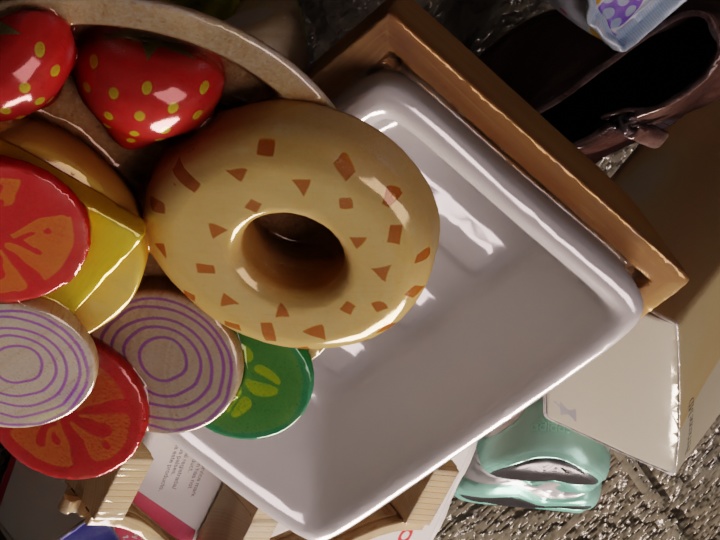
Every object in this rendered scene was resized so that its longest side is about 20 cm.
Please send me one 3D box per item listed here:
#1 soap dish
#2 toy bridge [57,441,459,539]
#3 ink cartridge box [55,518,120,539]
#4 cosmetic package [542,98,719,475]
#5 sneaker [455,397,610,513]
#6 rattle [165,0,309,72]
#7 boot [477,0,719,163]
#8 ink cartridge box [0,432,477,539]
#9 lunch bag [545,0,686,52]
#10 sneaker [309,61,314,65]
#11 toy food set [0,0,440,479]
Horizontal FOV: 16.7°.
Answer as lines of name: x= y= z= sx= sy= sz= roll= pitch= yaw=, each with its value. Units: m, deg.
soap dish: x=0.000 y=0.000 z=0.929 sx=0.157 sy=0.082 sz=0.200 roll=39 pitch=123 yaw=-21
toy bridge: x=-0.047 y=0.099 z=1.031 sx=0.199 sy=0.027 sz=0.068 roll=6 pitch=119 yaw=-44
ink cartridge box: x=-0.147 y=0.223 z=1.039 sx=0.199 sy=0.041 sz=0.201 roll=-36 pitch=138 yaw=-10
cosmetic package: x=0.160 y=-0.017 z=1.098 sx=0.200 sy=0.071 sz=0.106 roll=-49 pitch=149 yaw=-32
sneaker: x=0.092 y=0.043 z=1.212 sx=0.077 sy=0.141 sz=0.200 roll=7 pitch=168 yaw=-6
rattle: x=-0.126 y=-0.098 z=0.893 sx=0.198 sy=0.131 sz=0.144 roll=-15 pitch=126 yaw=2
boot: x=0.083 y=-0.072 z=1.019 sx=0.199 sy=0.073 sz=0.166 roll=-29 pitch=-178 yaw=26
ink cartridge box: x=-0.045 y=0.068 z=1.096 sx=0.199 sy=0.084 sz=0.146 roll=-1 pitch=123 yaw=-42
lunch bag: x=0.106 y=-0.212 z=0.929 sx=0.200 sy=0.170 sz=0.127 roll=-37 pitch=138 yaw=-7
sneaker: x=-0.011 y=-0.044 z=1.035 sx=0.200 sy=0.081 sz=0.084 roll=27 pitch=96 yaw=-48
toy food set: x=-0.088 y=-0.008 z=0.839 sx=0.199 sy=0.049 sz=0.198 roll=29 pitch=126 yaw=-24
